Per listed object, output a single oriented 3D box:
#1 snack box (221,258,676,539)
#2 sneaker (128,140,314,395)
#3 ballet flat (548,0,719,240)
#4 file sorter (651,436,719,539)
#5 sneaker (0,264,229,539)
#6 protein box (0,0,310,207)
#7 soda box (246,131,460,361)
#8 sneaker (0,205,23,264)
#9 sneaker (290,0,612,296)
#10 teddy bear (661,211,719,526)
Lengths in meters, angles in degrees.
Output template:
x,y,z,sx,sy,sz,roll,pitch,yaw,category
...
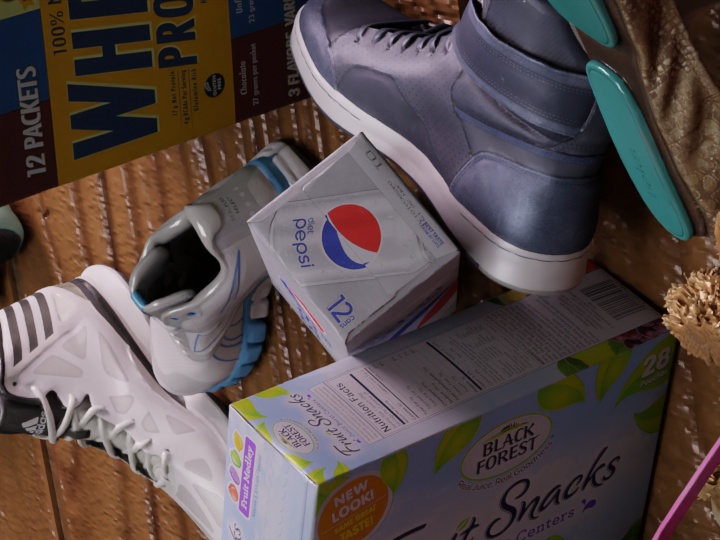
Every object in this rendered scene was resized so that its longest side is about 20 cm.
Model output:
x,y,z,sx,sy,sz,roll,pitch,yaw,category
0.035,0.105,1.122,0.068,0.200,0.169,38,136,37,snack box
-0.090,0.008,1.350,0.075,0.087,0.200,53,145,19,sneaker
0.108,-0.099,0.979,0.071,0.065,0.200,44,169,50,ballet flat
0.217,0.117,0.875,0.200,0.125,0.139,47,149,-12,file sorter
-0.143,0.094,1.445,0.201,0.115,0.076,51,143,24,sneaker
-0.164,-0.145,1.264,0.200,0.198,0.135,27,129,45,protein box
0.000,0.000,1.145,0.068,0.063,0.200,51,176,8,soda box
-0.287,-0.028,1.627,0.140,0.078,0.200,59,136,17,sneaker
0.048,-0.106,1.101,0.202,0.077,0.146,46,136,38,sneaker
0.183,0.050,1.016,0.145,0.067,0.200,24,134,53,teddy bear
